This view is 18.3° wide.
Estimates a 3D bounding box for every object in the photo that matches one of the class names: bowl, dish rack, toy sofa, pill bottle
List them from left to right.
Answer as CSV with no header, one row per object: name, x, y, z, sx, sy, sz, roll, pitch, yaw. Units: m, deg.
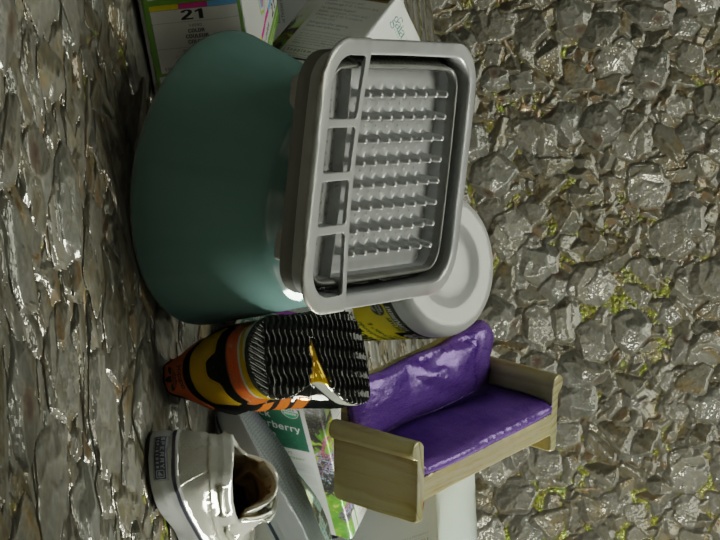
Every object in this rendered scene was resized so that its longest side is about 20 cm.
bowl,-0.055,-0.054,1.493,0.200,0.104,0.203,-25,120,-53
pill bottle,0.000,0.000,1.772,0.112,0.199,0.114,4,84,-43
dish rack,0.006,-0.065,1.447,0.199,0.043,0.173,-7,105,-58
toy sofa,0.068,0.111,1.715,0.199,0.082,0.099,-20,117,-49

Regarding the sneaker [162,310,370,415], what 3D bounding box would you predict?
sneaker,-0.065,0.066,1.564,0.200,0.089,0.071,7,74,-66

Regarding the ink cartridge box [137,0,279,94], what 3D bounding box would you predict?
ink cartridge box,-0.114,-0.236,1.563,0.148,0.075,0.201,-83,167,-58

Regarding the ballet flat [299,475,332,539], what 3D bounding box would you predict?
ballet flat,-0.056,0.241,1.742,0.071,0.068,0.201,-79,167,-49

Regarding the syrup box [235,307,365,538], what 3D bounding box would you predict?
syrup box,-0.041,0.110,1.739,0.201,0.078,0.082,77,33,-45

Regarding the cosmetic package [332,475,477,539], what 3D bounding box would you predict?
cosmetic package,0.014,0.188,1.863,0.051,0.199,0.152,13,63,-38

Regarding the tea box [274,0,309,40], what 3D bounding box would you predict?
tea box,-0.039,-0.230,1.912,0.197,0.132,0.202,-74,157,-72

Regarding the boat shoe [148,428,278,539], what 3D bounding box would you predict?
boat shoe,-0.088,0.154,1.518,0.200,0.069,0.072,69,17,-63

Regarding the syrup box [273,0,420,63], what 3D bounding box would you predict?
syrup box,-0.037,-0.120,1.667,0.200,0.081,0.079,-53,136,-29

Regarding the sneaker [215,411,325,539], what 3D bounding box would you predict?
sneaker,-0.070,0.196,1.658,0.201,0.070,0.073,65,12,4
